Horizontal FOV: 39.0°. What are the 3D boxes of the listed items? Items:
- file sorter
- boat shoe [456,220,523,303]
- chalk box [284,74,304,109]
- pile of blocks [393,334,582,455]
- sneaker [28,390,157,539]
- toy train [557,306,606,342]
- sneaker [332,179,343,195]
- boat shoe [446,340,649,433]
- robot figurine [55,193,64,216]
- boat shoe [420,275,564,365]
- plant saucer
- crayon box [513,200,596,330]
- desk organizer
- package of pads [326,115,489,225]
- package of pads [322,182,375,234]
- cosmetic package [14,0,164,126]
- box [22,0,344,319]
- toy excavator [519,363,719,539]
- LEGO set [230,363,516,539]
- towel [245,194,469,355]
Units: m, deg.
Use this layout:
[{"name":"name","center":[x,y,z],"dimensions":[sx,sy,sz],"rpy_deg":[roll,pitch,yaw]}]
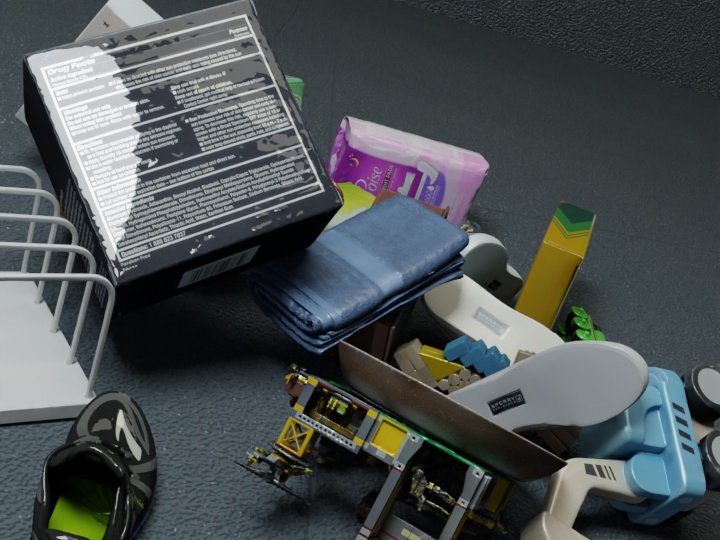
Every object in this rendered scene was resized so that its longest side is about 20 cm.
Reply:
[{"name":"file sorter","center":[-0.292,0.010,0.793],"dimensions":[0.138,0.125,0.200],"rpy_deg":[1,29,-36]},{"name":"boat shoe","center":[0.119,-0.018,1.143],"dimensions":[0.091,0.071,0.200],"rpy_deg":[51,5,24]},{"name":"chalk box","center":[-0.152,-0.173,1.164],"dimensions":[0.124,0.201,0.123],"rpy_deg":[19,20,38]},{"name":"pile of blocks","center":[0.133,0.099,0.971],"dimensions":[0.199,0.082,0.062],"rpy_deg":[23,20,6]},{"name":"sneaker","center":[-0.168,0.139,0.661],"dimensions":[0.070,0.083,0.200],"rpy_deg":[16,24,-8]},{"name":"toy train","center":[0.254,0.099,1.114],"dimensions":[0.056,0.042,0.200],"rpy_deg":[27,23,-6]},{"name":"sneaker","center":[-0.109,-0.043,1.029],"dimensions":[0.199,0.078,0.082],"rpy_deg":[-19,49,13]},{"name":"boat shoe","center":[0.161,0.106,0.883],"dimensions":[0.070,0.199,0.071],"rpy_deg":[-12,78,-56]},{"name":"robot figurine","center":[-0.236,-0.113,0.994],"dimensions":[0.116,0.201,0.144],"rpy_deg":[13,11,17]},{"name":"boat shoe","center":[0.143,0.077,1.044],"dimensions":[0.199,0.072,0.069],"rpy_deg":[33,-9,6]},{"name":"plant saucer","center":[0.064,0.113,0.790],"dimensions":[0.200,0.032,0.200],"rpy_deg":[29,-4,2]},{"name":"crayon box","center":[0.219,0.008,1.170],"dimensions":[0.051,0.127,0.200],"rpy_deg":[23,23,9]},{"name":"desk organizer","center":[0.022,0.006,1.028],"dimensions":[0.077,0.072,0.200],"rpy_deg":[19,43,8]},{"name":"package of pads","center":[0.056,-0.117,1.325],"dimensions":[0.199,0.121,0.076],"rpy_deg":[14,24,-13]},{"name":"package of pads","center":[-0.029,-0.039,1.150],"dimensions":[0.154,0.069,0.200],"rpy_deg":[31,27,32]},{"name":"cosmetic package","center":[-0.252,-0.182,1.080],"dimensions":[0.151,0.200,0.052],"rpy_deg":[39,40,-22]},{"name":"box","center":[-0.151,-0.093,0.851],"dimensions":[0.199,0.123,0.199],"rpy_deg":[-20,81,-22]},{"name":"toy excavator","center":[0.219,0.167,0.856],"dimensions":[0.199,0.100,0.195],"rpy_deg":[12,53,-18]},{"name":"LEGO set","center":[0.010,0.166,0.749],"dimensions":[0.199,0.116,0.154],"rpy_deg":[28,-4,10]},{"name":"towel","center":[0.000,0.000,0.942],"dimensions":[0.200,0.049,0.112],"rpy_deg":[-29,52,-33]}]
